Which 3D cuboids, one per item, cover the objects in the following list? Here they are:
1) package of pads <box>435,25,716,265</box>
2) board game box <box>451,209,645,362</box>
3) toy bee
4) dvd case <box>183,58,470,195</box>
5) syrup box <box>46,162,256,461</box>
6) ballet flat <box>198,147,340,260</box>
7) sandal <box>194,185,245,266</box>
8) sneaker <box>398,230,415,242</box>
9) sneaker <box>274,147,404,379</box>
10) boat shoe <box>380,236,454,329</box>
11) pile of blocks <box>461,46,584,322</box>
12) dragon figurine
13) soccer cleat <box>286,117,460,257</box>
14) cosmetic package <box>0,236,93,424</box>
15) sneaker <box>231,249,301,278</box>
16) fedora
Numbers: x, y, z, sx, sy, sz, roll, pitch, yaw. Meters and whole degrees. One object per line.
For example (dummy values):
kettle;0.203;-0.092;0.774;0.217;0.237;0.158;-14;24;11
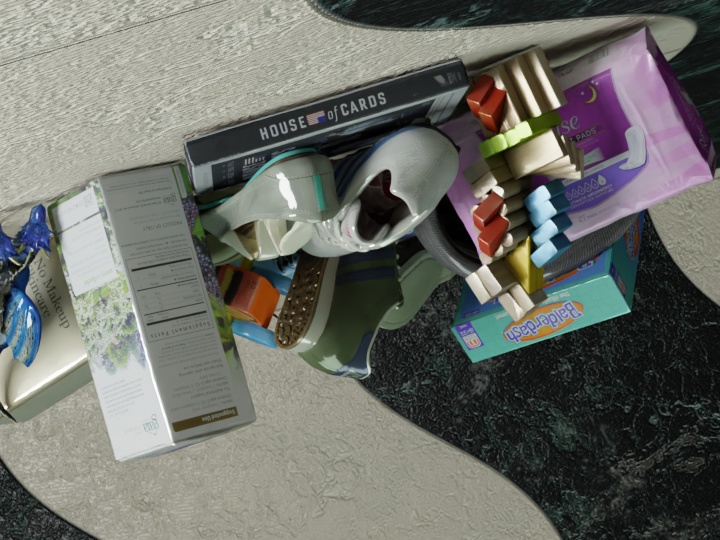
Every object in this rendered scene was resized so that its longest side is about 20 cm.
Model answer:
package of pads;0.155;-0.089;1.410;0.200;0.121;0.076;-25;-166;21
board game box;0.168;-0.016;1.634;0.152;0.045;0.200;-19;-151;26
toy bee;-0.112;0.033;1.679;0.109;0.131;0.200;17;151;19
dvd case;-0.027;-0.100;1.341;0.200;0.025;0.150;-17;176;-5
syrup box;-0.152;0.031;1.363;0.081;0.200;0.079;-13;174;-40
ballet flat;-0.071;-0.038;1.381;0.067;0.064;0.200;-15;176;-24
sandal;-0.160;-0.030;1.537;0.201;0.080;0.057;-23;147;39
sneaker;0.094;-0.096;1.630;0.199;0.081;0.115;-23;176;-25
sneaker;0.000;0.000;1.564;0.090;0.200;0.067;36;150;-27
boat shoe;0.042;-0.007;1.689;0.060;0.072;0.201;25;-150;17
pile of blocks;0.112;-0.056;1.344;0.082;0.200;0.062;4;-163;34
dragon figurine;-0.271;0.036;1.401;0.059;0.200;0.099;6;-161;-17
soccer cleat;-0.006;-0.045;1.372;0.200;0.070;0.086;-32;-158;51
cosmetic package;-0.231;0.033;1.492;0.200;0.104;0.073;-33;167;21
sneaker;-0.044;-0.039;1.736;0.200;0.079;0.090;-26;-174;6
fedora;0.128;-0.082;1.537;0.200;0.177;0.090;-28;-153;-3
